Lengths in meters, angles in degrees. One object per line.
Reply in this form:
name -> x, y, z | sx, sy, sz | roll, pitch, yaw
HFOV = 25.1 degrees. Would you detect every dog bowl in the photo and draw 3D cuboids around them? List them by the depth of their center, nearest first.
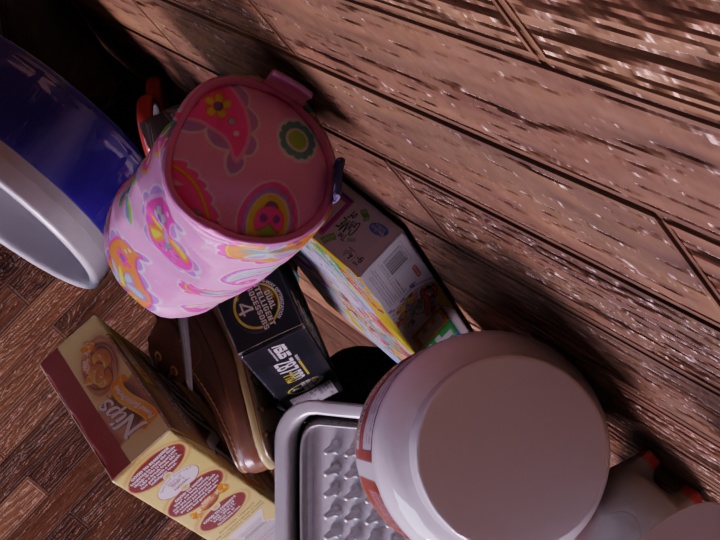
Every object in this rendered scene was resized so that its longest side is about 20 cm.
dog bowl -> -0.233, -0.078, 1.079 | 0.200, 0.079, 0.200 | 33, 165, 10

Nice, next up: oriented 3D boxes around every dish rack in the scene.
dish rack -> 0.043, 0.168, 1.038 | 0.199, 0.173, 0.044 | 4, -168, 21

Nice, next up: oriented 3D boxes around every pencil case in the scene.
pencil case -> -0.072, -0.033, 0.786 | 0.087, 0.087, 0.200 | 44, 160, -4

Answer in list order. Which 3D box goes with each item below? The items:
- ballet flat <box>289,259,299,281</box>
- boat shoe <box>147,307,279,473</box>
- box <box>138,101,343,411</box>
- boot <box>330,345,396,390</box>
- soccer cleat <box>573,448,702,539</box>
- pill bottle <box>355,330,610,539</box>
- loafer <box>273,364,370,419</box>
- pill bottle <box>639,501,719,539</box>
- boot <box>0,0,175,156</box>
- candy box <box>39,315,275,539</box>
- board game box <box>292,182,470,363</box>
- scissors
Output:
ballet flat -> -0.108, -0.034, 1.241 | 0.069, 0.068, 0.200 | 55, 179, 28
boat shoe -> -0.108, 0.053, 1.103 | 0.072, 0.067, 0.201 | 61, -175, -66
box -> -0.072, -0.003, 1.034 | 0.162, 0.049, 0.200 | 64, 179, 17
boot -> 0.062, 0.131, 1.158 | 0.211, 0.080, 0.158 | 33, -179, -3
soccer cleat -> 0.136, 0.147, 0.841 | 0.069, 0.078, 0.200 | 41, 173, 21
pill bottle -> 0.058, 0.087, 0.784 | 0.112, 0.112, 0.200 | 43, 174, 1
loafer -> 0.011, 0.154, 1.108 | 0.201, 0.070, 0.068 | 51, 145, 22
pill bottle -> 0.184, 0.183, 0.635 | 0.200, 0.111, 0.111 | 44, 173, -11
boot -> -0.172, -0.130, 1.101 | 0.097, 0.075, 0.200 | 16, 156, 26
candy box -> -0.126, 0.122, 1.117 | 0.116, 0.055, 0.200 | 49, -179, 36
board game box -> 0.000, 0.000, 0.923 | 0.134, 0.034, 0.200 | 40, 172, 33
scissors -> -0.121, -0.026, 1.060 | 0.073, 0.014, 0.201 | -84, -15, -78
